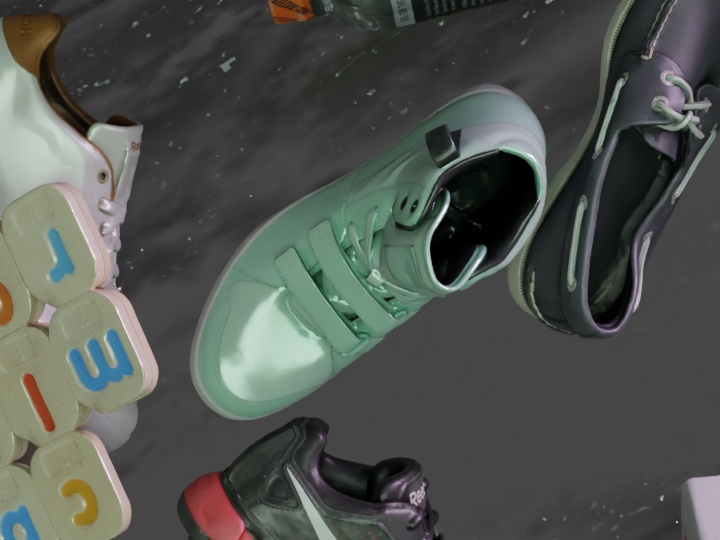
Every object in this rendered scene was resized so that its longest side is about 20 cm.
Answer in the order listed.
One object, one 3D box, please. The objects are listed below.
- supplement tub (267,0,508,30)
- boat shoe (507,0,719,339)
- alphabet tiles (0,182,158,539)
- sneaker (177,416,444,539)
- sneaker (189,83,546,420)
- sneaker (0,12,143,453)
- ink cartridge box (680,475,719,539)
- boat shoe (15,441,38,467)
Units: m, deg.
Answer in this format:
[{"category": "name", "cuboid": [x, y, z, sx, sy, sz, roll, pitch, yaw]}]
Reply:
[{"category": "supplement tub", "cuboid": [0.049, -0.174, 1.251, 0.199, 0.123, 0.123, -14, 101, 1]}, {"category": "boat shoe", "cuboid": [0.135, -0.060, 1.294, 0.072, 0.063, 0.201, 24, 96, -28]}, {"category": "alphabet tiles", "cuboid": [-0.178, 0.042, 1.284, 0.199, 0.015, 0.197, -27, 86, 33]}, {"category": "sneaker", "cuboid": [0.015, 0.144, 1.340, 0.200, 0.071, 0.098, 42, 100, -7]}, {"category": "sneaker", "cuboid": [0.000, -0.001, 1.287, 0.200, 0.118, 0.074, -43, 101, 8]}, {"category": "sneaker", "cuboid": [-0.126, -0.018, 1.302, 0.084, 0.073, 0.201, -20, 100, 5]}, {"category": "ink cartridge box", "cuboid": [0.221, 0.196, 1.277, 0.144, 0.200, 0.148, -4, 117, 1]}, {"category": "boat shoe", "cuboid": [-0.201, 0.153, 1.352, 0.200, 0.057, 0.067, -47, 63, 4]}]
